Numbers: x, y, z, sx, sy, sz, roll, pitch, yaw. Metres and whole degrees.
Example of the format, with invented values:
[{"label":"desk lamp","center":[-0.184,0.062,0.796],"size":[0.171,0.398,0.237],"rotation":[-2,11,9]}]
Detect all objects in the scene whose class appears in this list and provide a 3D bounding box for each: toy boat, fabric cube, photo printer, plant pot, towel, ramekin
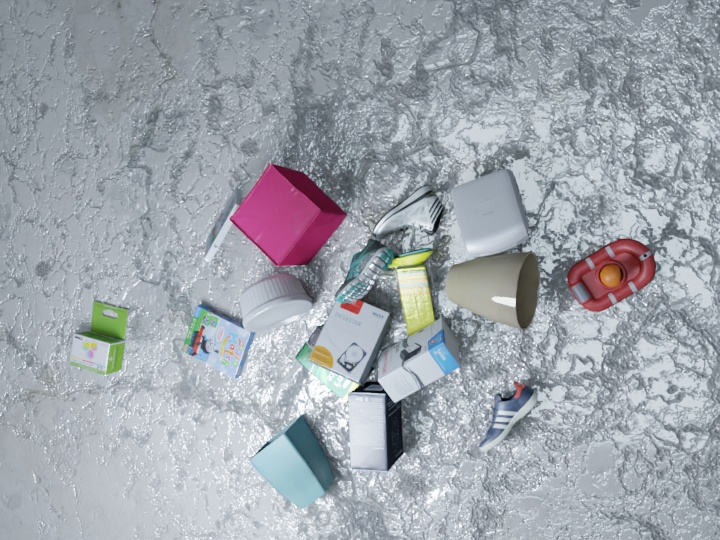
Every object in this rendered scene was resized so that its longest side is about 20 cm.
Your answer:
[{"label":"toy boat","center":[0.591,0.010,1.433],"size":[0.199,0.131,0.131],"rotation":[-34,81,16]},{"label":"fabric cube","center":[-0.194,-0.146,1.662],"size":[0.200,0.199,0.196],"rotation":[44,105,13]},{"label":"photo printer","center":[0.323,-0.137,1.522],"size":[0.165,0.069,0.201],"rotation":[-18,64,19]},{"label":"plant pot","center":[0.319,0.041,1.515],"size":[0.199,0.187,0.189],"rotation":[6,93,32]},{"label":"plant pot","center":[-0.178,0.546,1.706],"size":[0.141,0.141,0.200],"rotation":[-39,87,15]},{"label":"towel","center":[0.149,0.083,1.616],"size":[0.085,0.018,0.201],"rotation":[-4,109,24]},{"label":"ramekin","center":[-0.240,0.087,1.691],"size":[0.202,0.202,0.095],"rotation":[-29,70,17]}]

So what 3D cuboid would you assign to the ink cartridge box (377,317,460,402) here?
[{"label":"ink cartridge box","center":[0.149,0.229,1.571],"size":[0.199,0.145,0.084],"rotation":[-32,106,16]}]

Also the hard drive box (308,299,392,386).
[{"label":"hard drive box","center":[-0.025,0.184,1.641],"size":[0.155,0.077,0.201],"rotation":[21,76,16]}]

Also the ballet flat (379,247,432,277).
[{"label":"ballet flat","center":[0.104,-0.018,1.636],"size":[0.199,0.067,0.068],"rotation":[-7,96,26]}]

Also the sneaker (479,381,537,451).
[{"label":"sneaker","center":[0.356,0.367,1.554],"size":[0.084,0.075,0.200],"rotation":[42,93,12]}]

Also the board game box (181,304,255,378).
[{"label":"board game box","center":[-0.427,0.212,1.834],"size":[0.199,0.037,0.152],"rotation":[23,98,16]}]

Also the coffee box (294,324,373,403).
[{"label":"coffee box","center":[-0.074,0.260,1.710],"size":[0.200,0.044,0.123],"rotation":[40,102,14]}]

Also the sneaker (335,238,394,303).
[{"label":"sneaker","center":[0.000,0.000,1.618],"size":[0.200,0.077,0.091],"rotation":[-46,51,8]}]

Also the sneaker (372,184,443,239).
[{"label":"sneaker","center":[0.132,-0.123,1.615],"size":[0.200,0.076,0.116],"rotation":[-38,78,13]}]

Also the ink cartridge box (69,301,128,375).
[{"label":"ink cartridge box","center":[-0.835,0.213,1.951],"size":[0.147,0.076,0.202],"rotation":[11,96,18]}]

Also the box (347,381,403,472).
[{"label":"box","center":[0.042,0.409,1.620],"size":[0.106,0.148,0.202],"rotation":[-2,90,19]}]

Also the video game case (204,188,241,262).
[{"label":"video game case","center":[-0.390,-0.134,1.742],"size":[0.024,0.200,0.183],"rotation":[28,102,-19]}]
